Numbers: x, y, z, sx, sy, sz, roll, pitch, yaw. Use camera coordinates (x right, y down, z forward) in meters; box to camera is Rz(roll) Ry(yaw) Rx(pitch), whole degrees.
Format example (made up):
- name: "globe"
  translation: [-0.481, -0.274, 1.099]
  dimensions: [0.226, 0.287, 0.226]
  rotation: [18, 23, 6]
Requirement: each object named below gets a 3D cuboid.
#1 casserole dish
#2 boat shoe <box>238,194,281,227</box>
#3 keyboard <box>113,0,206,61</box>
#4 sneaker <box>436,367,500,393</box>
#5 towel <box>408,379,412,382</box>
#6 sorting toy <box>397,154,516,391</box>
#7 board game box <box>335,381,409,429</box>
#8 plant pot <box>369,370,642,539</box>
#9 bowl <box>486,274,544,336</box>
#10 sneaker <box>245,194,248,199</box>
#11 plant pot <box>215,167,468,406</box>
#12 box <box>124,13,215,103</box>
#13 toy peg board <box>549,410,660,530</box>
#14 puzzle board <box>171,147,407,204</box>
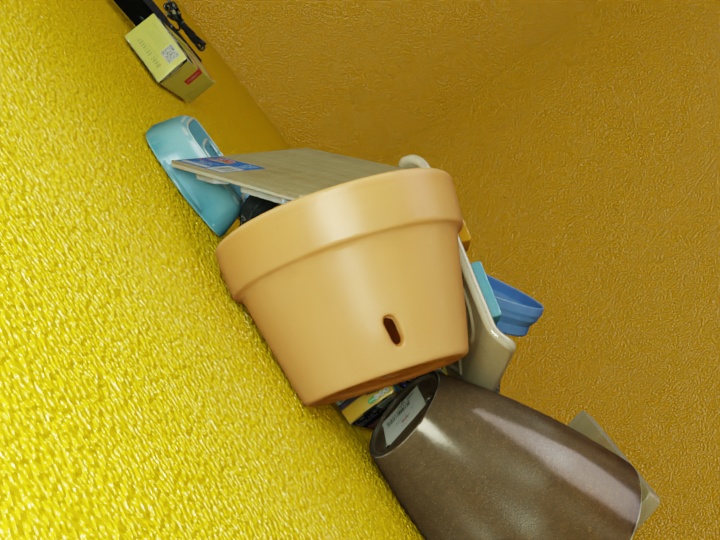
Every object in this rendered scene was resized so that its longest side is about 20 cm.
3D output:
- name: "casserole dish"
  translation: [-0.154, -0.099, 1.101]
  dimensions: [0.121, 0.039, 0.200]
  rotation: [55, 2, -12]
- name: "boat shoe"
  translation: [-0.082, -0.038, 1.114]
  dimensions: [0.062, 0.075, 0.200]
  rotation: [44, -7, 6]
- name: "keyboard"
  translation: [-0.274, -0.345, 1.575]
  dimensions: [0.127, 0.021, 0.200]
  rotation: [20, -14, 27]
- name: "sneaker"
  translation: [0.097, 0.181, 1.174]
  dimensions: [0.075, 0.076, 0.201]
  rotation: [116, -19, -67]
- name: "towel"
  translation: [0.018, 0.059, 1.243]
  dimensions: [0.146, 0.030, 0.201]
  rotation: [27, -39, 52]
- name: "sorting toy"
  translation: [0.083, 0.014, 1.039]
  dimensions: [0.185, 0.036, 0.201]
  rotation: [97, -30, -65]
- name: "board game box"
  translation: [-0.017, 0.076, 1.125]
  dimensions: [0.166, 0.057, 0.200]
  rotation: [53, 2, 15]
- name: "plant pot"
  translation: [0.111, 0.186, 1.005]
  dimensions: [0.200, 0.187, 0.187]
  rotation: [39, 6, -13]
- name: "bowl"
  translation: [0.103, 0.019, 1.249]
  dimensions: [0.200, 0.040, 0.201]
  rotation: [22, 8, -3]
- name: "sneaker"
  translation: [-0.095, -0.079, 1.360]
  dimensions: [0.071, 0.083, 0.200]
  rotation: [51, 0, 19]
- name: "plant pot"
  translation: [-0.001, 0.022, 0.898]
  dimensions: [0.200, 0.199, 0.141]
  rotation: [40, 31, -78]
- name: "box"
  translation: [-0.245, -0.273, 1.481]
  dimensions: [0.075, 0.050, 0.200]
  rotation: [53, 2, 2]
- name: "toy peg board"
  translation: [0.184, 0.246, 1.208]
  dimensions: [0.098, 0.200, 0.199]
  rotation: [38, 8, -19]
- name: "puzzle board"
  translation: [-0.049, -0.080, 0.969]
  dimensions: [0.200, 0.150, 0.017]
  rotation: [18, -68, 49]
